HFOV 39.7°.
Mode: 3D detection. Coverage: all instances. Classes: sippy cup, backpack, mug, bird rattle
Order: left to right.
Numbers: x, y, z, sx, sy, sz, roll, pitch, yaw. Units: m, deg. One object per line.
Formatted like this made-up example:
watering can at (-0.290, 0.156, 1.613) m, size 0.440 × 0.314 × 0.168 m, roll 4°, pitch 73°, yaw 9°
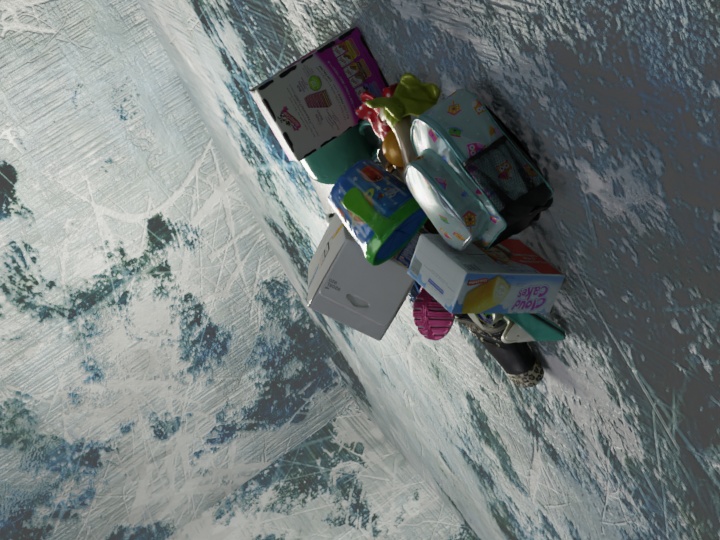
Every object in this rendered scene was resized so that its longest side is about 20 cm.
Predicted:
mug at (-0.034, -0.225, 1.817) m, size 0.185 × 0.152 × 0.115 m, roll 39°, pitch 163°, yaw 56°
sippy cup at (0.023, -0.100, 1.572) m, size 0.130 × 0.139 × 0.178 m, roll 46°, pitch 157°, yaw 14°
bird rattle at (0.050, -0.211, 1.529) m, size 0.200 × 0.112 × 0.165 m, roll 165°, pitch 88°, yaw -74°
backpack at (0.143, -0.133, 1.337) m, size 0.201 × 0.152 × 0.176 m, roll 62°, pitch 175°, yaw 8°

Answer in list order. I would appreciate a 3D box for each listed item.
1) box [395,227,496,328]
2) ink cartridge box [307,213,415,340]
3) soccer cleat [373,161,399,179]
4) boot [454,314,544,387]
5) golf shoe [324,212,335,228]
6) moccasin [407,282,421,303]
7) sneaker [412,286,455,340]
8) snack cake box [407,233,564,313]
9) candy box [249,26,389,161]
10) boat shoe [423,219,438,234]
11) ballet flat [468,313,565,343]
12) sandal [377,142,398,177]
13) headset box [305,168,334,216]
box at (0.159, 0.009, 1.663) m, size 0.199 × 0.065 × 0.070 m, roll 36°, pitch -167°, yaw 5°
ink cartridge box at (0.000, 0.000, 1.773) m, size 0.146 × 0.145 × 0.200 m, roll 25°, pitch -162°, yaw -13°
soccer cleat at (0.056, -0.165, 1.835) m, size 0.069 × 0.078 × 0.199 m, roll 27°, pitch 175°, yaw -43°
boot at (0.247, 0.126, 1.812) m, size 0.154 × 0.073 × 0.203 m, roll 57°, pitch 171°, yaw -16°
golf shoe at (0.018, -0.083, 2.003) m, size 0.199 × 0.078 × 0.094 m, roll 16°, pitch -168°, yaw -35°
moccasin at (0.115, 0.044, 1.900) m, size 0.068 × 0.081 × 0.201 m, roll 3°, pitch 142°, yaw 35°
sneaker at (0.148, 0.027, 1.818) m, size 0.088 × 0.081 × 0.202 m, roll -26°, pitch -56°, yaw -66°
snack cake box at (0.182, 0.005, 1.436) m, size 0.115 × 0.199 × 0.068 m, roll 43°, pitch 123°, yaw 45°
candy box at (-0.062, -0.288, 1.632) m, size 0.137 × 0.199 × 0.061 m, roll 60°, pitch 168°, yaw -17°
boat shoe at (0.179, -0.055, 1.634) m, size 0.064 × 0.072 × 0.200 m, roll 22°, pitch -165°, yaw -36°
ballet flat at (0.227, 0.074, 1.586) m, size 0.199 × 0.071 × 0.067 m, roll 33°, pitch 174°, yaw 7°
sandal at (0.076, -0.151, 1.617) m, size 0.200 × 0.054 × 0.082 m, roll 44°, pitch 163°, yaw 45°
headset box at (-0.030, -0.173, 2.093) m, size 0.174 × 0.092 × 0.201 m, roll 43°, pitch 162°, yaw 52°
